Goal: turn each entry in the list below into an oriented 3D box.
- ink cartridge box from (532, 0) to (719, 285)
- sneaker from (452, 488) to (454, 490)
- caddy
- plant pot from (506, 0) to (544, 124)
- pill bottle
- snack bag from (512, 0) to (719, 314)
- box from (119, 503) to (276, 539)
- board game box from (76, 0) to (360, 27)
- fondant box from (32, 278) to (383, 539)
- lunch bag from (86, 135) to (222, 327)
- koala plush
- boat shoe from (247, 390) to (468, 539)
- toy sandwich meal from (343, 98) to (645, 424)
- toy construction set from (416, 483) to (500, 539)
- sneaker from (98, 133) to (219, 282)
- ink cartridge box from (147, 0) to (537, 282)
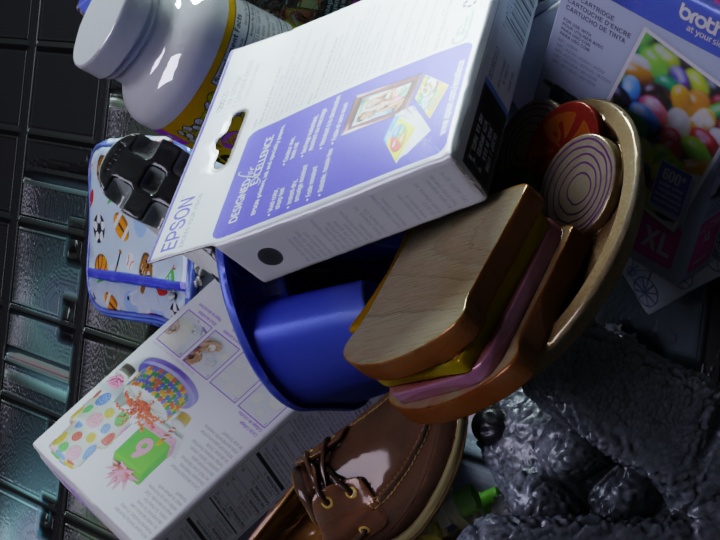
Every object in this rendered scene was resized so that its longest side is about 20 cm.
[{"bbox_3d":[0.156,-0.103,1.182,0.119,0.042,0.200,33,129,25],"label":"ink cartridge box"},{"bbox_3d":[0.002,0.181,1.490,0.200,0.080,0.088,-51,21,33],"label":"sneaker"},{"bbox_3d":[-0.018,0.010,1.315,0.105,0.200,0.141,-16,80,22],"label":"caddy"},{"bbox_3d":[0.085,-0.178,1.349,0.200,0.135,0.200,-8,80,56],"label":"plant pot"},{"bbox_3d":[-0.084,-0.124,1.453,0.104,0.200,0.104,-45,31,37],"label":"pill bottle"},{"bbox_3d":[0.178,-0.088,1.211,0.200,0.021,0.189,-30,91,46],"label":"snack bag"},{"bbox_3d":[-0.087,0.205,1.578,0.115,0.132,0.200,48,127,44],"label":"box"},{"bbox_3d":[-0.074,-0.226,1.540,0.097,0.200,0.160,45,123,51],"label":"board game box"},{"bbox_3d":[-0.098,0.098,1.473,0.200,0.058,0.144,-42,44,-13],"label":"fondant box"},{"bbox_3d":[-0.152,-0.027,1.761,0.200,0.076,0.160,9,96,58],"label":"lunch bag"},{"bbox_3d":[0.132,0.114,1.251,0.200,0.184,0.177,-157,84,-77],"label":"koala plush"},{"bbox_3d":[-0.005,0.131,1.295,0.200,0.068,0.072,-54,36,35],"label":"boat shoe"},{"bbox_3d":[0.064,-0.013,1.153,0.205,0.070,0.205,-42,30,30],"label":"toy sandwich meal"},{"bbox_3d":[0.058,0.205,1.343,0.092,0.131,0.200,-12,62,20],"label":"toy construction set"},{"bbox_3d":[-0.077,-0.022,1.480,0.200,0.089,0.074,35,87,22],"label":"sneaker"},{"bbox_3d":[-0.006,-0.083,1.222,0.200,0.043,0.198,-17,35,29],"label":"ink cartridge box"}]
